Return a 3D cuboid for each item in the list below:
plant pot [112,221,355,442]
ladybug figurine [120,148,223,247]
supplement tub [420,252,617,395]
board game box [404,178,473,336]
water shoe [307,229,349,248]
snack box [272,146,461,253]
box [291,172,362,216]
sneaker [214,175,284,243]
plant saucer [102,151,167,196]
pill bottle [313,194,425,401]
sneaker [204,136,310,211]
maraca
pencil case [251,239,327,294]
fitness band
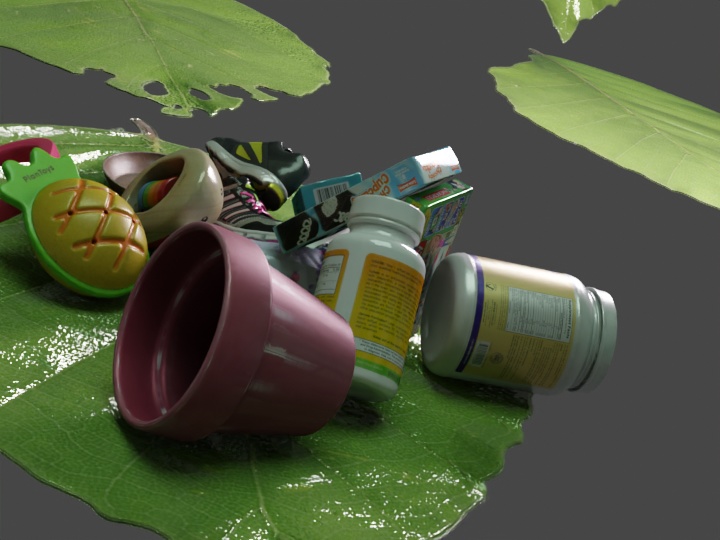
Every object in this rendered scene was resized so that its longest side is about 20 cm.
[{"bbox_3d":[-0.111,0.075,1.274,0.178,0.201,0.200,21,15,-35],"label":"plant pot"},{"bbox_3d":[-0.232,-0.082,1.636,0.072,0.136,0.199,40,-22,-29],"label":"ladybug figurine"},{"bbox_3d":[0.182,0.066,1.553,0.199,0.146,0.146,11,21,-14],"label":"supplement tub"},{"bbox_3d":[0.061,-0.002,1.553,0.029,0.201,0.134,28,24,19],"label":"board game box"},{"bbox_3d":[-0.047,-0.037,1.745,0.078,0.072,0.200,18,17,25],"label":"water shoe"},{"bbox_3d":[0.008,-0.082,1.533,0.116,0.199,0.037,-25,90,-62],"label":"snack box"},{"bbox_3d":[-0.043,-0.088,1.759,0.082,0.050,0.200,-14,0,-7],"label":"box"},{"bbox_3d":[-0.145,-0.075,1.671,0.199,0.088,0.074,13,-11,39],"label":"sneaker"},{"bbox_3d":[-0.257,-0.110,1.821,0.199,0.035,0.200,14,20,-5],"label":"plant saucer"},{"bbox_3d":[0.007,0.028,1.410,0.110,0.201,0.111,14,-16,4],"label":"pill bottle"},{"bbox_3d":[-0.135,-0.138,1.781,0.084,0.075,0.200,-34,38,-20],"label":"sneaker"},{"bbox_3d":[-0.318,-0.053,1.484,0.200,0.107,0.137,49,38,4],"label":"maraca"},{"bbox_3d":[-0.128,0.001,1.570,0.199,0.084,0.091,8,14,-21],"label":"pencil case"},{"bbox_3d":[-0.427,-0.104,1.580,0.143,0.038,0.200,-16,26,0],"label":"fitness band"}]
